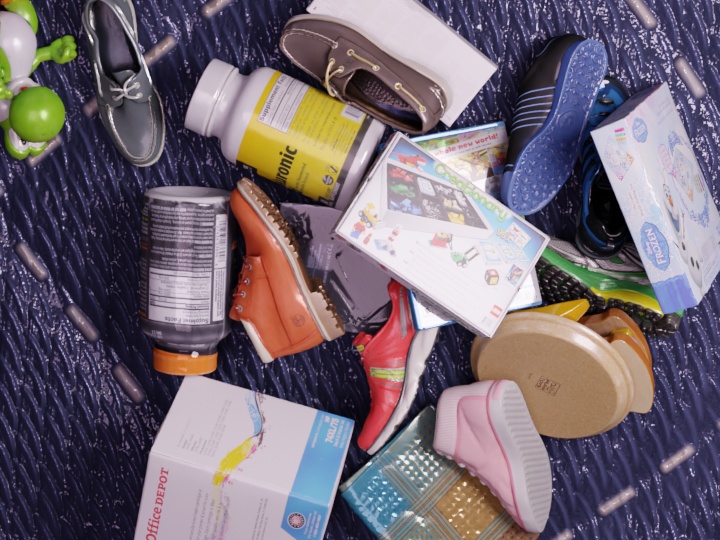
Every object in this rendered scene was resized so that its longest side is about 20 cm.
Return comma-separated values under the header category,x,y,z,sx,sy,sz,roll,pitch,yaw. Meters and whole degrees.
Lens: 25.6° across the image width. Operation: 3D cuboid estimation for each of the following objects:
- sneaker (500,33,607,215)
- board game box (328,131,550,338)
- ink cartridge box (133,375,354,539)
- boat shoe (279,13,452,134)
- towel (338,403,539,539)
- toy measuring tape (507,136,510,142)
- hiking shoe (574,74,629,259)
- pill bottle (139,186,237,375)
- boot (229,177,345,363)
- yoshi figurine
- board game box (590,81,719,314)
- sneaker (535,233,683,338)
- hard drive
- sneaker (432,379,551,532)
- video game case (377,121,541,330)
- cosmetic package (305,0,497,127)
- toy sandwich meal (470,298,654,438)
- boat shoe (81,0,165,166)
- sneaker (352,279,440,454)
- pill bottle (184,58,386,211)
category,x,y,z,sx,sy,sz,roll,pitch,yaw
sneaker,0.194,-0.156,1.684,0.070,0.078,0.201,25,91,-30
board game box,0.083,-0.036,1.647,0.200,0.035,0.126,35,79,-10
ink cartridge box,-0.128,0.233,1.737,0.199,0.146,0.147,16,126,2
boat shoe,-0.002,-0.206,1.668,0.200,0.060,0.072,29,135,8
towel,0.089,0.272,1.789,0.147,0.022,0.200,-41,95,-8
toy measuring tape,0.100,-0.112,1.730,0.199,0.074,0.074,-22,98,-15
hiking shoe,0.267,-0.114,1.673,0.074,0.087,0.201,0,81,-6
pill bottle,-0.190,0.012,1.745,0.106,0.106,0.201,4,101,4
boot,-0.107,0.003,1.705,0.107,0.075,0.201,-25,99,7
yoshi figurine,-0.366,-0.221,1.721,0.112,0.112,0.201,-10,102,0
board game box,0.314,-0.079,1.635,0.043,0.200,0.200,-19,98,27
sneaker,0.261,0.002,1.730,0.199,0.078,0.085,23,65,8
hard drive,0.000,0.000,1.757,0.199,0.042,0.135,11,101,2
sneaker,0.144,0.206,1.765,0.104,0.075,0.201,-4,123,30
video game case,0.106,-0.048,1.681,0.143,0.018,0.201,-11,89,-14
cosmetic package,0.046,-0.250,1.704,0.200,0.051,0.083,40,102,-2
toy sandwich meal,0.220,0.102,1.732,0.204,0.070,0.206,15,136,15
boat shoe,-0.264,-0.209,1.734,0.073,0.062,0.201,-10,99,7
sneaker,0.029,0.101,1.729,0.085,0.077,0.201,20,100,3
pill bottle,-0.082,-0.151,1.704,0.199,0.111,0.112,24,101,1
